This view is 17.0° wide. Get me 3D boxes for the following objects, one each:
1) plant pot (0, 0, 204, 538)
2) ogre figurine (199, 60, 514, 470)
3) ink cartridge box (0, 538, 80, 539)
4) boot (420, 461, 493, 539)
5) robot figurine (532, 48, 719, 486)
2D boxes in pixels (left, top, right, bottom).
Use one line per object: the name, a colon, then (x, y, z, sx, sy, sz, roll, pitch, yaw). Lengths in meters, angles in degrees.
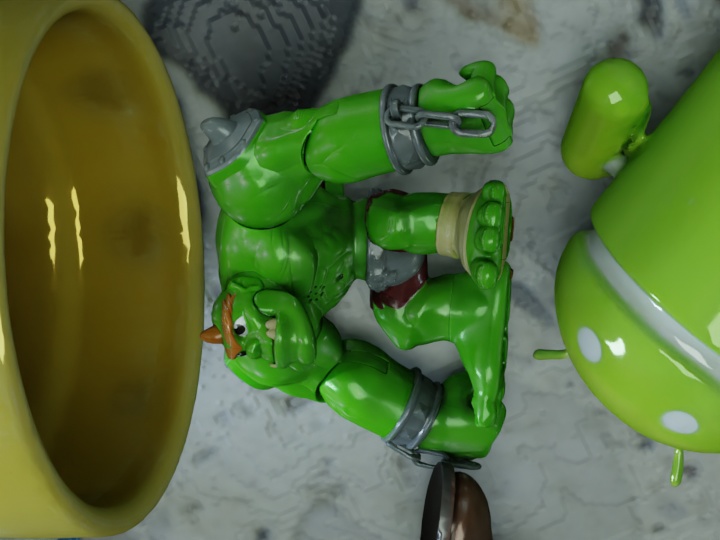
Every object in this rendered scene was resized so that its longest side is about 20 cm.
plant pot: (-0.178, 0.000, 0.901, 0.187, 0.201, 0.202, -3, 111, 16)
ogre figurine: (0.000, 0.000, 0.947, 0.119, 0.200, 0.099, 5, 66, 8)
ink cartridge box: (-0.156, 0.215, 0.996, 0.085, 0.147, 0.202, -2, 111, -2)
boot: (0.125, 0.153, 1.017, 0.198, 0.064, 0.188, -2, 127, 3)
robot figurine: (0.156, -0.015, 0.933, 0.175, 0.116, 0.200, 42, 108, 12)
